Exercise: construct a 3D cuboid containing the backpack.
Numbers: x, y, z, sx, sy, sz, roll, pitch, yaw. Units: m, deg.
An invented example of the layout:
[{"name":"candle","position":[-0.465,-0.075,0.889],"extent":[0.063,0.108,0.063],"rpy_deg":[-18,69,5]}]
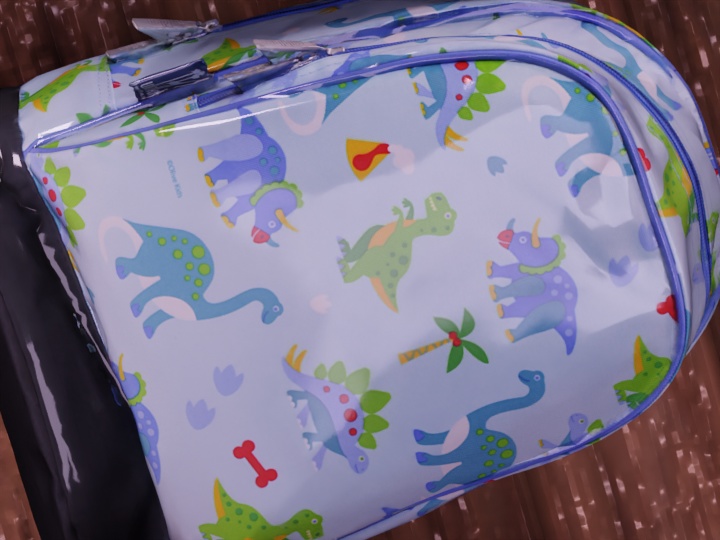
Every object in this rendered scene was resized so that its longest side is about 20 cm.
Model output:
[{"name":"backpack","position":[0.000,0.000,0.774],"extent":[0.199,0.154,0.164],"rpy_deg":[-17,94,-13]}]
